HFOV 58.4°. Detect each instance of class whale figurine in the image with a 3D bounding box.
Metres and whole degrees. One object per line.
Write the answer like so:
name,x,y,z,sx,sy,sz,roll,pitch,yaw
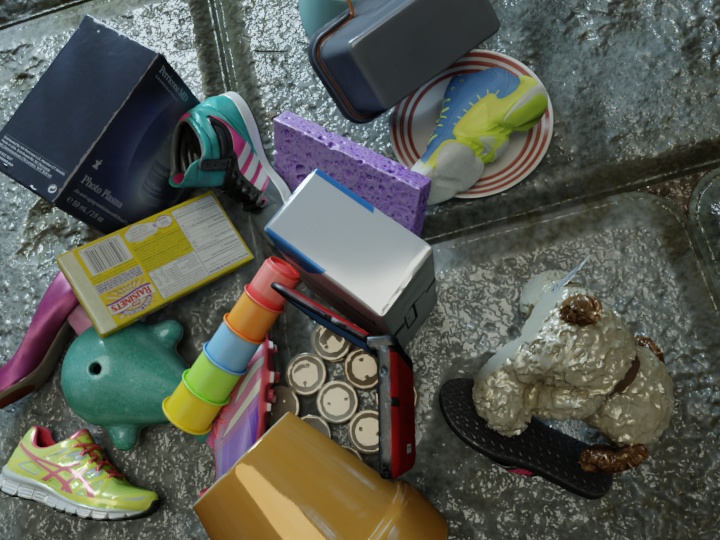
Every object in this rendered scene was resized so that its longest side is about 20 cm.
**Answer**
whale figurine,-0.248,0.130,0.739,0.199,0.104,0.160,21,79,11

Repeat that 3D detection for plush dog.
plush dog,0.236,0.098,0.636,0.172,0.160,0.200,39,61,-6

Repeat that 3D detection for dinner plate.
dinner plate,0.135,-0.181,0.798,0.199,0.024,0.201,-2,76,8

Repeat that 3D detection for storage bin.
storage bin,0.050,-0.268,0.723,0.200,0.134,0.146,-36,110,-2

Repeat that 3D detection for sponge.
sponge,-0.016,-0.098,0.752,0.200,0.112,0.030,29,49,19

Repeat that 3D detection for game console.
game console,-0.011,0.112,0.638,0.118,0.200,0.173,-3,76,9

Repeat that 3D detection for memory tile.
memory tile,-0.041,0.172,0.740,0.153,0.017,0.200,38,84,16

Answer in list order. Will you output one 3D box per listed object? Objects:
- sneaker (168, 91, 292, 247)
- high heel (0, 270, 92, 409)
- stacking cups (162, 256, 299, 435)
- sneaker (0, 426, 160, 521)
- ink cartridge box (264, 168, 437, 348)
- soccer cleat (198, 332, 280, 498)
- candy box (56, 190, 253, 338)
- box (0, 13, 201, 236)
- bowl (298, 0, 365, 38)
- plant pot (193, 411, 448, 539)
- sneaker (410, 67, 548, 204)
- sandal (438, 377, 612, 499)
sneaker,-0.156,-0.104,0.751,0.121,0.083,0.201,-29,95,-42
high heel,-0.413,0.090,0.794,0.200,0.067,0.096,-38,83,-17
stacking cups,-0.131,0.075,0.674,0.060,0.060,0.200,37,99,16
sneaker,-0.320,0.231,0.741,0.199,0.078,0.091,12,71,10
ink cartridge box,0.000,0.000,0.682,0.146,0.200,0.084,35,81,16
soccer cleat,-0.133,0.159,0.714,0.076,0.067,0.201,3,80,0
candy box,-0.235,-0.012,0.756,0.200,0.026,0.102,-30,87,-31
box,-0.288,-0.149,0.766,0.123,0.200,0.199,29,82,16
bowl,0.005,-0.384,0.829,0.200,0.105,0.202,-2,76,9
plant pot,-0.051,0.244,0.609,0.200,0.200,0.183,-45,86,-4
sneaker,0.117,-0.164,0.758,0.200,0.076,0.105,-36,54,-1
sandal,0.167,0.184,0.682,0.200,0.045,0.075,29,53,2
